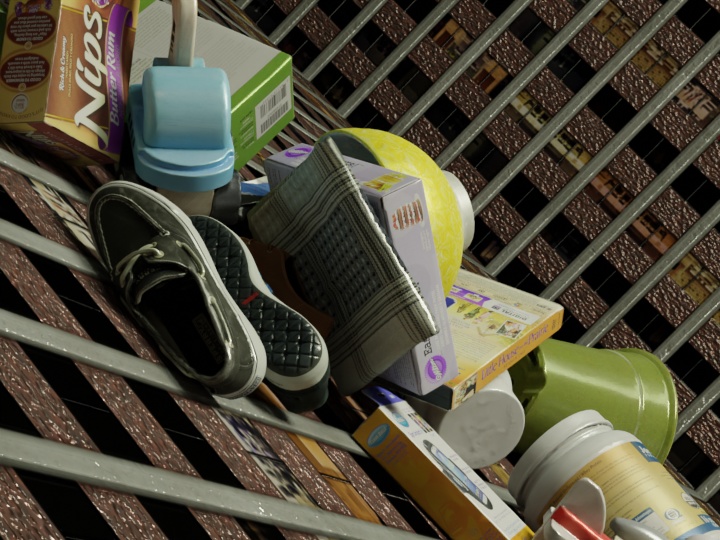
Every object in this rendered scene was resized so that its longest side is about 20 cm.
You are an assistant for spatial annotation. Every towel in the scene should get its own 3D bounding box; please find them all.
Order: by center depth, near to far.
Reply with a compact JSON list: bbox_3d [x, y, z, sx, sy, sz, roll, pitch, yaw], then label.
[{"bbox_3d":[-0.025,0.003,1.631,0.193,0.035,0.200,61,-28,6],"label":"towel"}]

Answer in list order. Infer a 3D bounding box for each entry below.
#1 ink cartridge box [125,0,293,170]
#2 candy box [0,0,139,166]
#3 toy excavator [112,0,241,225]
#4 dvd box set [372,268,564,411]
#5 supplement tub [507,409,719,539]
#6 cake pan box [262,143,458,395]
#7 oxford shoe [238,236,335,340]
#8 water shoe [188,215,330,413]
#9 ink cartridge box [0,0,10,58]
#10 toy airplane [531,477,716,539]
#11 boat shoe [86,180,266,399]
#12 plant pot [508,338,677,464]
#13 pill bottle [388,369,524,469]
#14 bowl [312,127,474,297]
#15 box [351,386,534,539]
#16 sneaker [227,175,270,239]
[{"bbox_3d":[-0.183,-0.169,1.770,0.200,0.148,0.076,26,-39,24],"label":"ink cartridge box"},{"bbox_3d":[-0.235,-0.197,1.553,0.056,0.200,0.117,-1,-14,24],"label":"candy box"},{"bbox_3d":[-0.148,-0.162,1.586,0.100,0.200,0.195,2,38,-15],"label":"toy excavator"},{"bbox_3d":[0.082,0.060,1.821,0.146,0.029,0.200,19,32,29],"label":"dvd box set"},{"bbox_3d":[0.253,0.250,1.873,0.200,0.145,0.145,49,8,28],"label":"supplement tub"},{"bbox_3d":[0.000,0.000,1.674,0.184,0.052,0.200,21,-51,54],"label":"cake pan box"},{"bbox_3d":[-0.098,-0.003,1.657,0.200,0.071,0.071,45,9,15],"label":"oxford shoe"},{"bbox_3d":[-0.098,0.039,1.516,0.200,0.071,0.079,48,-20,33],"label":"water shoe"},{"bbox_3d":[-0.323,-0.220,1.612,0.148,0.076,0.200,48,11,21],"label":"ink cartridge box"},{"bbox_3d":[0.243,0.260,1.630,0.199,0.141,0.200,51,11,-45],"label":"toy airplane"},{"bbox_3d":[-0.140,0.006,1.372,0.200,0.071,0.064,50,8,24],"label":"boat shoe"},{"bbox_3d":[0.234,0.159,2.234,0.190,0.200,0.200,23,19,-35],"label":"plant pot"},{"bbox_3d":[0.084,0.106,1.886,0.110,0.110,0.200,40,9,-32],"label":"pill bottle"},{"bbox_3d":[0.040,-0.043,1.763,0.200,0.108,0.200,38,-44,50],"label":"bowl"},{"bbox_3d":[0.068,0.182,1.662,0.200,0.041,0.119,43,7,10],"label":"box"},{"bbox_3d":[-0.093,-0.043,1.816,0.111,0.077,0.200,44,14,34],"label":"sneaker"}]
